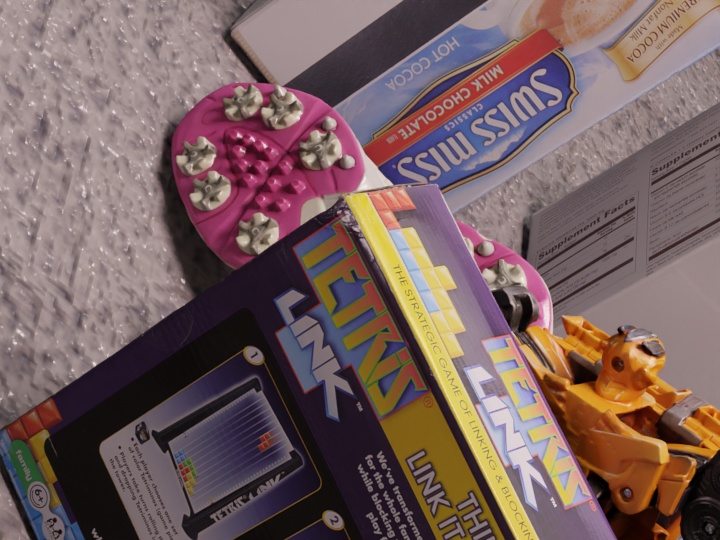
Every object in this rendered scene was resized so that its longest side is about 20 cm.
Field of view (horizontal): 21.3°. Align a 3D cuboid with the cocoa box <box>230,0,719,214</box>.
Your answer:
[{"bbox_3d":[0.069,-0.130,0.869,0.131,0.200,0.133,51,31,-12],"label":"cocoa box"}]

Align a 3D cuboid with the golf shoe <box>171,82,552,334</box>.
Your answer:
[{"bbox_3d":[0.000,0.000,0.748,0.200,0.075,0.092,42,-8,34],"label":"golf shoe"}]

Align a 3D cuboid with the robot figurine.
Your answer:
[{"bbox_3d":[0.057,0.104,0.612,0.145,0.200,0.058,36,26,32],"label":"robot figurine"}]

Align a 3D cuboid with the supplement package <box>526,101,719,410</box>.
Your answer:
[{"bbox_3d":[0.201,0.032,0.955,0.200,0.156,0.111,43,35,-24],"label":"supplement package"}]

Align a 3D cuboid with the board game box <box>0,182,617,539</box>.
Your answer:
[{"bbox_3d":[-0.006,0.099,0.579,0.057,0.165,0.200,-9,70,-58],"label":"board game box"}]
